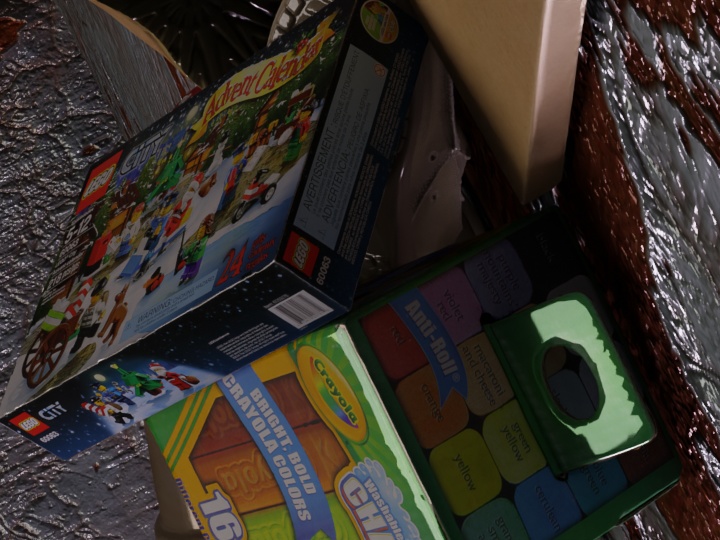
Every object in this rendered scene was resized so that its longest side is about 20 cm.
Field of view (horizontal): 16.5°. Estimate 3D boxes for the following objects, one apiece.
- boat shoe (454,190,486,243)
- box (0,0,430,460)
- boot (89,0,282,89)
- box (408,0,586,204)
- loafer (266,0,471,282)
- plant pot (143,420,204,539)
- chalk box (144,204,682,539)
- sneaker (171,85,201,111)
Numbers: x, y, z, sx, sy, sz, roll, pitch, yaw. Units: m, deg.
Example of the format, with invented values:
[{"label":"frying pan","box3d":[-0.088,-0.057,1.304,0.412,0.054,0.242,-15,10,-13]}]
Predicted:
[{"label":"boat shoe","box3d":[0.047,0.046,1.160,0.063,0.073,0.200,-17,-91,-79]},{"label":"box","box3d":[-0.061,-0.016,0.990,0.038,0.137,0.200,33,142,-24]},{"label":"boot","box3d":[-0.127,-0.156,1.142,0.175,0.066,0.200,35,178,-39]},{"label":"box","box3d":[0.031,-0.125,0.863,0.164,0.021,0.200,62,173,16]},{"label":"loafer","box3d":[0.008,-0.062,1.059,0.076,0.068,0.200,23,138,22]},{"label":"plant pot","box3d":[-0.055,0.073,1.483,0.174,0.200,0.200,66,173,-11]},{"label":"chalk box","box3d":[0.030,0.061,0.974,0.200,0.124,0.125,-23,94,54]},{"label":"sneaker","box3d":[-0.045,-0.050,1.613,0.116,0.078,0.200,46,-178,-35]}]
